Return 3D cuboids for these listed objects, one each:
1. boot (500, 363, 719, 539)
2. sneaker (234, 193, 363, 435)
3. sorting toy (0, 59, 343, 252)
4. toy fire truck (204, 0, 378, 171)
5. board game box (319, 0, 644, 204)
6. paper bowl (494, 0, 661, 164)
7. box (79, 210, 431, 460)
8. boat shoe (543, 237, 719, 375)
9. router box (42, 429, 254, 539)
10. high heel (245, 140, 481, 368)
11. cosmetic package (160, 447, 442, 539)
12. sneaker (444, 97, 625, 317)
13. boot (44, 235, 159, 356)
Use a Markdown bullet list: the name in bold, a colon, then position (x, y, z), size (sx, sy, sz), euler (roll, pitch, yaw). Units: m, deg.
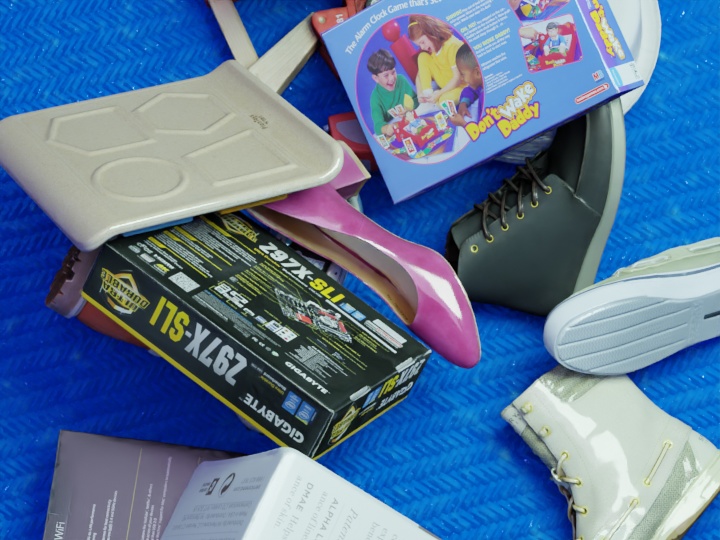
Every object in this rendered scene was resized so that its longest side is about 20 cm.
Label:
- **boot**: position (0.153, 0.160, 1.563), size (0.155, 0.072, 0.200), euler (43, 72, 9)
- **sneaker**: position (-0.051, 0.021, 1.598), size (0.071, 0.073, 0.202), euler (17, 77, 2)
- **sorting toy**: position (-0.137, -0.078, 1.520), size (0.199, 0.037, 0.185), euler (-19, 35, -24)
- **toy fire truck**: position (-0.042, -0.166, 1.660), size (0.140, 0.049, 0.202), euler (-10, 76, -3)
- **board game box**: position (0.082, -0.148, 1.521), size (0.199, 0.045, 0.135), euler (-25, 88, 34)
- **paper bowl**: position (0.128, -0.189, 1.617), size (0.199, 0.104, 0.203), euler (5, 72, -15)
- **box**: position (-0.069, 0.036, 1.491), size (0.199, 0.160, 0.050), euler (35, 114, 14)
- **boat shoe**: position (0.210, 0.024, 1.586), size (0.199, 0.072, 0.062), euler (-11, 37, -28)
- **router box**: position (-0.155, 0.222, 1.551), size (0.148, 0.051, 0.202), euler (8, 77, 1)
- **high heel**: position (0.000, 0.000, 1.533), size (0.096, 0.067, 0.201), euler (-27, 78, -31)
- **cosmetic package**: position (-0.034, 0.241, 1.454), size (0.199, 0.165, 0.166), euler (32, 70, -19)
- **sneaker**: position (0.123, -0.052, 1.562), size (0.105, 0.201, 0.075), euler (3, 30, -11)
- **boot**: position (-0.145, -0.034, 1.621), size (0.107, 0.075, 0.201), euler (30, 70, -13)
